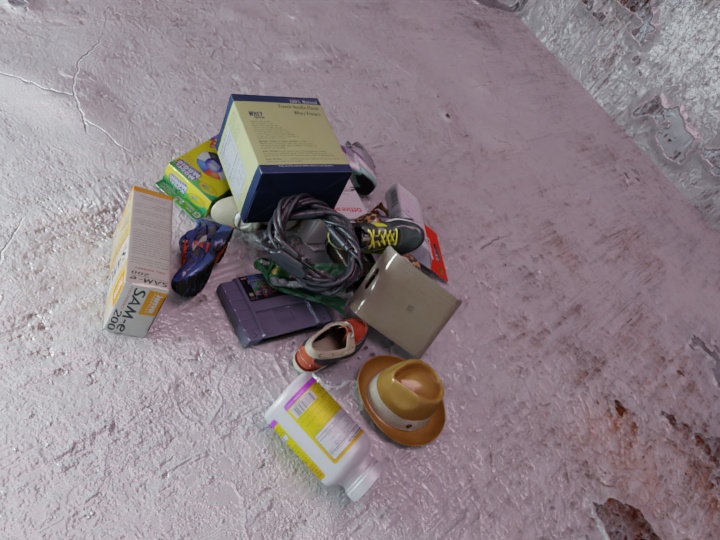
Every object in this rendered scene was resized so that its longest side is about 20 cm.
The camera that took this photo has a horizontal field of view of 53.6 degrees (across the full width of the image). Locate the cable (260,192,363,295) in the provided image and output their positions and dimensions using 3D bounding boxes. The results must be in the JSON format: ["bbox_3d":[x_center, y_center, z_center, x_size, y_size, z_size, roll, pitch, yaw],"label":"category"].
[{"bbox_3d":[-0.079,-0.048,1.308,0.197,0.051,0.166,31,56,-8],"label":"cable"}]

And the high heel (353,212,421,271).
[{"bbox_3d":[0.050,-0.018,1.460,0.138,0.071,0.206,3,70,-21],"label":"high heel"}]

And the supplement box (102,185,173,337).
[{"bbox_3d":[-0.356,-0.015,1.147,0.072,0.127,0.204,14,45,-28],"label":"supplement box"}]

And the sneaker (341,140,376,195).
[{"bbox_3d":[-0.045,-0.275,1.691,0.198,0.077,0.142,34,37,-23],"label":"sneaker"}]

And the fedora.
[{"bbox_3d":[0.091,0.222,1.320,0.196,0.082,0.204,22,42,-21],"label":"fedora"}]

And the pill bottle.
[{"bbox_3d":[-0.054,0.270,1.142,0.200,0.105,0.104,46,39,6],"label":"pill bottle"}]

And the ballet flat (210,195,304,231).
[{"bbox_3d":[-0.195,-0.105,1.401,0.196,0.070,0.071,-1,53,-38],"label":"ballet flat"}]

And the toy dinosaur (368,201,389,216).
[{"bbox_3d":[0.065,-0.102,1.642,0.107,0.060,0.199,55,28,1],"label":"toy dinosaur"}]

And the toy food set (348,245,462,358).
[{"bbox_3d":[0.090,0.065,1.407,0.198,0.145,0.061,35,9,-19],"label":"toy food set"}]

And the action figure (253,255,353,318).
[{"bbox_3d":[-0.108,0.012,1.335,0.195,0.055,0.121,14,48,-24],"label":"action figure"}]

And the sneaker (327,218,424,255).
[{"bbox_3d":[0.029,-0.059,1.392,0.193,0.077,0.085,-2,10,3],"label":"sneaker"}]

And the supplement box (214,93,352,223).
[{"bbox_3d":[-0.153,-0.218,1.380,0.195,0.135,0.203,-5,56,-33],"label":"supplement box"}]

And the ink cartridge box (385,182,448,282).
[{"bbox_3d":[0.142,-0.087,1.636,0.197,0.057,0.166,28,38,-34],"label":"ink cartridge box"}]

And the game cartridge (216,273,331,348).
[{"bbox_3d":[-0.157,0.063,1.311,0.197,0.038,0.132,-11,65,-44],"label":"game cartridge"}]

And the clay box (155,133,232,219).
[{"bbox_3d":[-0.302,-0.187,1.414,0.114,0.048,0.200,40,38,0],"label":"clay box"}]

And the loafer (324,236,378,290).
[{"bbox_3d":[0.000,0.000,1.449,0.200,0.073,0.071,46,17,6],"label":"loafer"}]

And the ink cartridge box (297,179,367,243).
[{"bbox_3d":[-0.089,-0.162,1.533,0.142,0.085,0.203,-4,55,-39],"label":"ink cartridge box"}]

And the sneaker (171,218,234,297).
[{"bbox_3d":[-0.293,-0.025,1.262,0.077,0.076,0.202,25,32,-4],"label":"sneaker"}]

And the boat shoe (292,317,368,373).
[{"bbox_3d":[-0.044,0.128,1.317,0.072,0.063,0.198,49,38,15],"label":"boat shoe"}]
